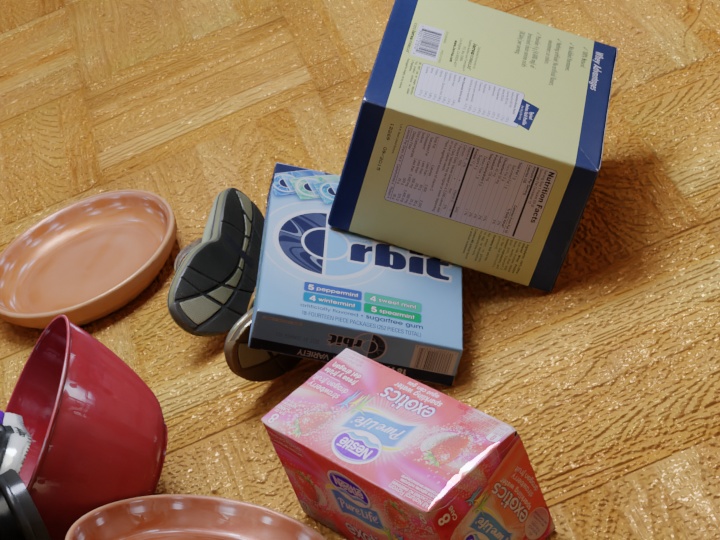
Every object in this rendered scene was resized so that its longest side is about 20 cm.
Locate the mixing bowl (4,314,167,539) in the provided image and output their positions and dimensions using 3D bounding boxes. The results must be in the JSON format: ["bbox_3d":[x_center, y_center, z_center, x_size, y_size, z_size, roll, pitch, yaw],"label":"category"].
[{"bbox_3d":[-0.220,0.147,1.498,0.200,0.108,0.201,-53,24,37],"label":"mixing bowl"}]

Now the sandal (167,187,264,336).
[{"bbox_3d":[-0.135,-0.001,1.743,0.057,0.080,0.201,-27,22,26],"label":"sandal"}]

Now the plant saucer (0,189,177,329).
[{"bbox_3d":[-0.268,-0.006,1.854,0.199,0.038,0.200,-16,32,11],"label":"plant saucer"}]

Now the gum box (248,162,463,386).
[{"bbox_3d":[0.000,0.000,1.589,0.169,0.045,0.200,11,38,-6],"label":"gum box"}]

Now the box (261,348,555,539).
[{"bbox_3d":[0.032,0.147,1.387,0.095,0.103,0.200,-38,36,-23],"label":"box"}]

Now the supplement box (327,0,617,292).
[{"bbox_3d":[0.098,-0.116,1.620,0.199,0.135,0.200,17,39,-1],"label":"supplement box"}]

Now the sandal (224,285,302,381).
[{"bbox_3d":[-0.062,0.026,1.639,0.054,0.081,0.200,15,41,27],"label":"sandal"}]

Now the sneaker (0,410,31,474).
[{"bbox_3d":[-0.311,0.129,1.443,0.200,0.099,0.070,172,118,-73],"label":"sneaker"}]

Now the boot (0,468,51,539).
[{"bbox_3d":[-0.300,0.225,1.312,0.157,0.211,0.080,-25,73,-31],"label":"boot"}]

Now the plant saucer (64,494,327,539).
[{"bbox_3d":[-0.114,0.215,1.369,0.199,0.032,0.200,6,16,-2],"label":"plant saucer"}]
